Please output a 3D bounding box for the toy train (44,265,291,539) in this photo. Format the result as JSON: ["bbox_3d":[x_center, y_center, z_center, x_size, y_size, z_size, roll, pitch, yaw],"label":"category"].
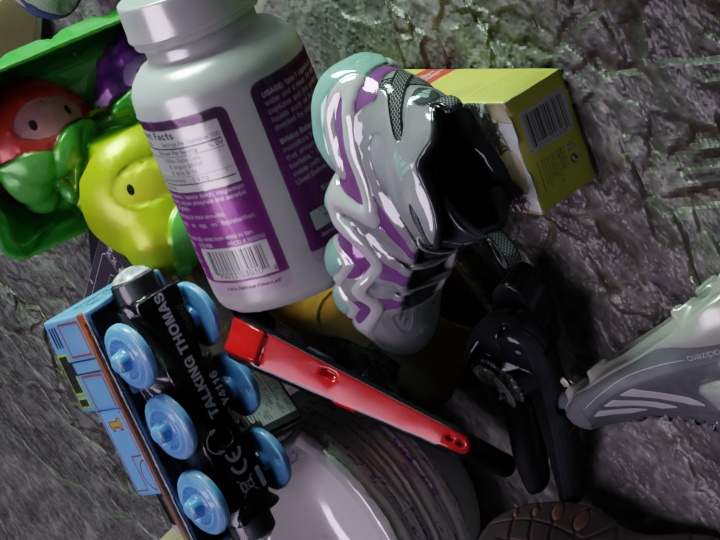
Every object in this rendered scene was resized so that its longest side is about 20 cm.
[{"bbox_3d":[-0.123,0.092,1.319,0.114,0.086,0.201,-12,107,52],"label":"toy train"}]

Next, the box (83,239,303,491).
[{"bbox_3d":[-0.129,0.077,1.448,0.201,0.048,0.159,54,148,21],"label":"box"}]

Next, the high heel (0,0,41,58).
[{"bbox_3d":[-0.319,-0.236,1.605,0.142,0.071,0.201,32,141,48],"label":"high heel"}]

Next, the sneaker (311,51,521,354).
[{"bbox_3d":[0.044,-0.018,1.149,0.139,0.078,0.201,26,141,43],"label":"sneaker"}]

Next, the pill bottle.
[{"bbox_3d":[-0.073,-0.086,1.224,0.112,0.112,0.201,7,124,54],"label":"pill bottle"}]

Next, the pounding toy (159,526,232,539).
[{"bbox_3d":[-0.088,0.233,1.622,0.142,0.184,0.201,4,131,54],"label":"pounding toy"}]

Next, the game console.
[{"bbox_3d":[0.010,0.083,1.288,0.176,0.031,0.200,22,176,15],"label":"game console"}]

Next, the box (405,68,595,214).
[{"bbox_3d":[0.050,-0.081,1.208,0.199,0.050,0.076,7,124,55],"label":"box"}]

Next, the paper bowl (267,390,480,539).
[{"bbox_3d":[0.008,0.171,1.467,0.200,0.104,0.202,37,147,30],"label":"paper bowl"}]

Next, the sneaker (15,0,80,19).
[{"bbox_3d":[-0.208,-0.239,1.415,0.088,0.075,0.201,43,149,22],"label":"sneaker"}]

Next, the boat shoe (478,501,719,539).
[{"bbox_3d":[0.161,0.205,1.279,0.199,0.075,0.074,10,135,40],"label":"boat shoe"}]

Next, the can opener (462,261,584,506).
[{"bbox_3d":[0.114,0.087,1.265,0.063,0.079,0.201,26,148,37],"label":"can opener"}]

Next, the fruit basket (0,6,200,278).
[{"bbox_3d":[-0.167,-0.088,1.372,0.215,0.215,0.157,19,134,48],"label":"fruit basket"}]

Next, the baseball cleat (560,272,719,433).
[{"bbox_3d":[0.186,0.072,1.134,0.107,0.070,0.200,53,152,6],"label":"baseball cleat"}]

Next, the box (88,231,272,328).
[{"bbox_3d":[-0.139,-0.010,1.537,0.141,0.079,0.201,36,146,25],"label":"box"}]

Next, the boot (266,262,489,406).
[{"bbox_3d":[0.000,0.001,1.339,0.201,0.071,0.144,36,152,13],"label":"boot"}]
